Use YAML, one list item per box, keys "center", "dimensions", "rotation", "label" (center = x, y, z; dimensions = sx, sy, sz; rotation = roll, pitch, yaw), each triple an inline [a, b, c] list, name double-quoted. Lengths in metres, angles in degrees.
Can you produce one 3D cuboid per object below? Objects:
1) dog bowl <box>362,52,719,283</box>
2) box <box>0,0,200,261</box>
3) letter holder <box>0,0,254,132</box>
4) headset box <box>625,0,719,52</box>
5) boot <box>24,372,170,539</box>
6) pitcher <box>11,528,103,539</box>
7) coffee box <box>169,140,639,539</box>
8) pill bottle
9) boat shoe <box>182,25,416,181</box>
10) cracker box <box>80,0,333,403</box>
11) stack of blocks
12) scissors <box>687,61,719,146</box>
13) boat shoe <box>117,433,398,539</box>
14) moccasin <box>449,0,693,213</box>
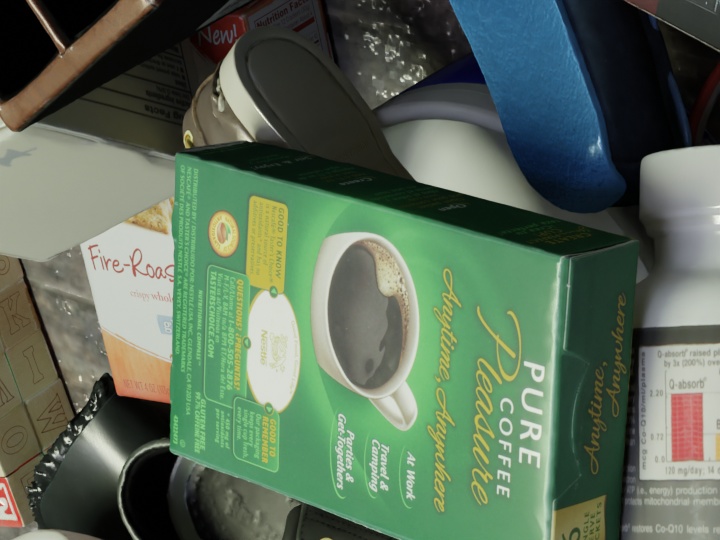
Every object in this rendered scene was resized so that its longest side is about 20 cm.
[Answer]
- center: [0.071, 0.010, 1.122]
  dimensions: [0.199, 0.079, 0.201]
  rotation: [21, 126, 31]
  label: "dog bowl"
- center: [-0.155, -0.120, 1.134]
  dimensions: [0.109, 0.127, 0.201]
  rotation: [-25, 68, 32]
  label: "box"
- center: [-0.087, -0.168, 1.058]
  dimensions: [0.100, 0.200, 0.143]
  rotation: [-35, 90, 43]
  label: "letter holder"
- center: [0.184, -0.135, 0.941]
  dimensions: [0.199, 0.075, 0.149]
  rotation: [31, 131, 23]
  label: "headset box"
- center: [-0.072, 0.112, 1.308]
  dimensions: [0.162, 0.073, 0.199]
  rotation: [41, 140, 11]
  label: "boot"
- center: [-0.123, 0.211, 1.317]
  dimensions: [0.200, 0.121, 0.171]
  rotation: [52, 164, -31]
  label: "pitcher"
- center: [0.010, 0.030, 0.979]
  dimensions: [0.199, 0.044, 0.124]
  rotation: [15, 108, 43]
  label: "coffee box"
- center: [0.146, 0.060, 0.954]
  dimensions: [0.116, 0.116, 0.202]
  rotation: [-3, 86, 41]
  label: "pill bottle"
- center: [0.000, 0.000, 1.069]
  dimensions: [0.201, 0.072, 0.060]
  rotation: [55, 133, 7]
  label: "boat shoe"
- center: [-0.068, -0.035, 1.228]
  dimensions: [0.133, 0.058, 0.201]
  rotation: [6, 118, 38]
  label: "cracker box"
- center: [-0.225, 0.030, 1.399]
  dimensions: [0.115, 0.058, 0.201]
  rotation: [-3, 113, 41]
  label: "stack of blocks"
- center: [0.126, 0.004, 1.023]
  dimensions: [0.073, 0.201, 0.014]
  rotation: [32, 176, 2]
  label: "scissors"
- center: [-0.011, 0.120, 1.050]
  dimensions: [0.201, 0.063, 0.074]
  rotation: [27, 106, 34]
  label: "boat shoe"
- center: [0.074, -0.113, 1.038]
  dimensions: [0.080, 0.068, 0.202]
  rotation: [-29, 67, 48]
  label: "moccasin"
